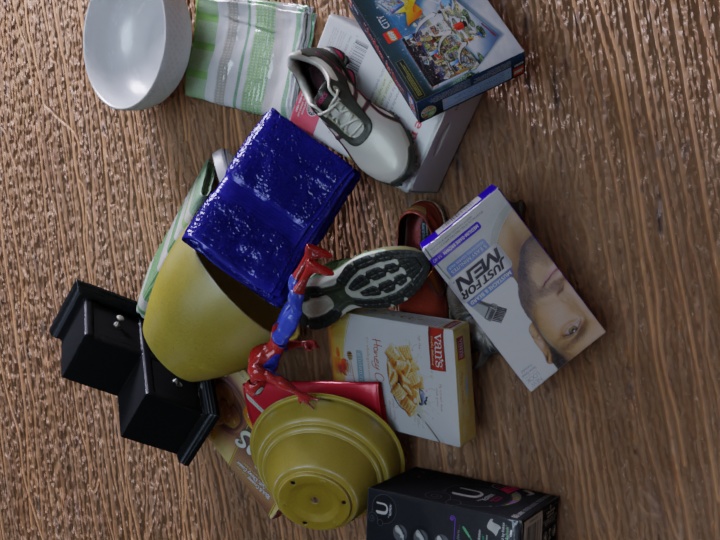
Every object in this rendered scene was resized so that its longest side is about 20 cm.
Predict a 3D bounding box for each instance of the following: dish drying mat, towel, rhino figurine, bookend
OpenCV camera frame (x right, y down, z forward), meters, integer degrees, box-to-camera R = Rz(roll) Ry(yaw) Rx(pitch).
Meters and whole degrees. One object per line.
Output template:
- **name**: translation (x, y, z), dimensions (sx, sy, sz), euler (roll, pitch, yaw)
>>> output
- **dish drying mat**: translation (-0.058, 0.176, 1.345), dimensions (0.197, 0.018, 0.078), euler (-2, 105, 29)
- **towel**: translation (-0.249, -0.046, 1.464), dimensions (0.023, 0.153, 0.201), euler (27, 111, -13)
- **towel**: translation (-0.103, -0.078, 1.288), dimensions (0.147, 0.050, 0.202), euler (34, 76, -8)
- **rhino figurine**: translation (0.142, 0.016, 1.261), dimensions (0.086, 0.060, 0.204), euler (7, 97, 27)
- **towel**: translation (-0.155, -0.292, 1.448), dimensions (0.198, 0.031, 0.152), euler (16, 100, 30)
- **bookend**: translation (-0.302, 0.132, 1.414), dimensions (0.093, 0.198, 0.200), euler (-55, 29, 21)

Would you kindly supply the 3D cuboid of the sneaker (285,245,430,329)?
- **sneaker**: translation (0.000, 0.000, 1.291), dimensions (0.198, 0.089, 0.077), euler (-18, 119, 32)

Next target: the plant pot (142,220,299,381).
- **plant pot**: translation (-0.195, 0.057, 1.373), dimensions (0.142, 0.200, 0.201), euler (-41, 71, 13)

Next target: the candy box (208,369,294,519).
- **candy box**: translation (-0.135, 0.216, 1.442), dimensions (0.200, 0.055, 0.116), euler (47, 114, 21)

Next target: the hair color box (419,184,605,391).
- **hair color box**: translation (0.167, 0.018, 1.187), dimensions (0.109, 0.065, 0.201), euler (-38, 96, 5)

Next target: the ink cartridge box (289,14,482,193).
- **ink cartridge box**: translation (0.030, -0.201, 1.306), dimensions (0.199, 0.083, 0.147), euler (34, 109, 26)

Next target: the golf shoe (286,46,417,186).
- **golf shoe**: translation (-0.016, -0.175, 1.237), dimensions (0.077, 0.088, 0.201), euler (-47, 71, 24)

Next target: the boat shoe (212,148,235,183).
- **boat shoe**: translation (-0.132, -0.083, 1.429), dimensions (0.069, 0.071, 0.202), euler (-28, 72, 1)

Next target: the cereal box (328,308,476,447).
- **cereal box**: translation (0.048, 0.123, 1.300), dimensions (0.198, 0.039, 0.146), euler (7, 108, 42)

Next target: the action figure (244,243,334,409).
- **action figure**: translation (-0.067, 0.079, 1.259), dimensions (0.098, 0.066, 0.201), euler (26, 114, -15)

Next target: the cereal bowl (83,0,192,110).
- **cereal bowl**: translation (-0.300, -0.322, 1.497), dimensions (0.198, 0.083, 0.204), euler (0, 91, 42)

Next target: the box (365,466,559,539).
- **box**: translation (0.117, 0.307, 1.251), dimensions (0.197, 0.122, 0.108), euler (5, 95, 31)

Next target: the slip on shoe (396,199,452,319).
- **slip on shoe**: translation (0.071, 0.016, 1.303), dimensions (0.073, 0.061, 0.204), euler (2, 95, 29)

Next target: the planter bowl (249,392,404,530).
- **planter bowl**: translation (-0.048, 0.253, 1.302), dimensions (0.197, 0.084, 0.203), euler (5, 125, 7)

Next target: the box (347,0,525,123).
- **box**: translation (0.083, -0.277, 1.229), dimensions (0.135, 0.038, 0.202), euler (-25, 59, -4)
